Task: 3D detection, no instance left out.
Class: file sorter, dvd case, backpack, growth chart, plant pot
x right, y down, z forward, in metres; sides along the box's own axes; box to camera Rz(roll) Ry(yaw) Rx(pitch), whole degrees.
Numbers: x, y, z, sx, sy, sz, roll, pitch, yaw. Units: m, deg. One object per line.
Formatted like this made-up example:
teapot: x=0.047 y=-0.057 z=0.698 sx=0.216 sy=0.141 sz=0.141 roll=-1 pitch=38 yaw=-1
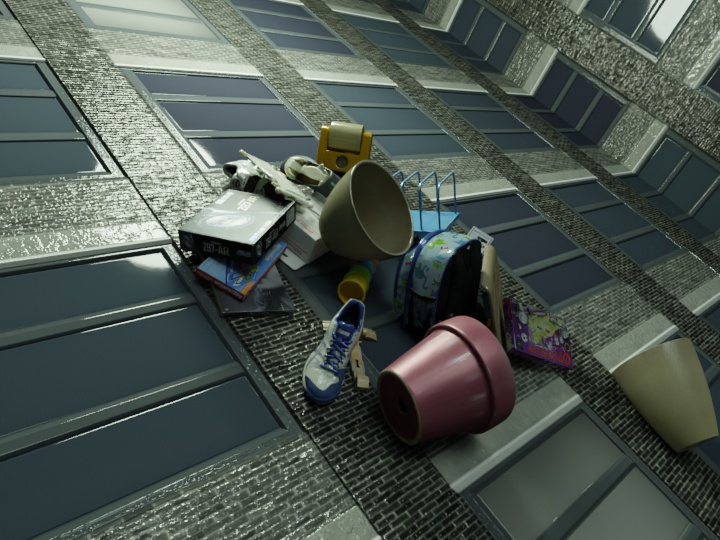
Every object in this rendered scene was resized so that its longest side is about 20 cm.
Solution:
file sorter: x=0.123 y=-0.167 z=1.488 sx=0.196 sy=0.125 sz=0.139 roll=5 pitch=25 yaw=26
dvd case: x=-0.222 y=0.009 z=1.181 sx=0.146 sy=0.016 sz=0.201 roll=1 pitch=43 yaw=-34
backpack: x=0.158 y=0.019 z=1.275 sx=0.145 sy=0.204 sz=0.182 roll=24 pitch=30 yaw=31
growth chart: x=-0.178 y=-0.197 z=1.331 sx=0.200 sy=0.018 sz=0.144 roll=44 pitch=13 yaw=36
plant pot: x=0.685 y=0.283 z=1.353 sx=0.184 sy=0.188 sz=0.203 roll=2 pitch=55 yaw=-33
plant pot: x=0.133 y=0.199 z=1.049 sx=0.176 sy=0.202 sz=0.201 roll=-17 pitch=52 yaw=-27

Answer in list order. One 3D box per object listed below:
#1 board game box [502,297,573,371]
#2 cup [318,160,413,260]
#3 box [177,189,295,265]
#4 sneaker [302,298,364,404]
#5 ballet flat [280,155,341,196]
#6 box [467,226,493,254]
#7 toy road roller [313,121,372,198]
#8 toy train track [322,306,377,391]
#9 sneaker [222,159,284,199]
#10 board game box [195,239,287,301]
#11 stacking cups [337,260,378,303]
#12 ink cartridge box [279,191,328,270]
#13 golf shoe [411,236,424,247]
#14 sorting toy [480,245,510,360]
board game box: x=0.394 y=0.143 z=1.369 sx=0.197 sy=0.032 sz=0.123 roll=19 pitch=62 yaw=-32
cup: x=-0.004 y=-0.103 z=1.275 sx=0.199 sy=0.142 sz=0.204 roll=28 pitch=51 yaw=-40
box: x=-0.234 y=-0.089 z=1.204 sx=0.157 sy=0.044 sz=0.201 roll=12 pitch=32 yaw=15
sneaker: x=-0.045 y=0.131 z=1.063 sx=0.074 sy=0.089 sz=0.202 roll=21 pitch=46 yaw=0
ballet flat: x=-0.123 y=-0.226 z=1.405 sx=0.198 sy=0.075 sz=0.072 roll=29 pitch=30 yaw=33
box: x=0.240 y=-0.012 z=1.450 sx=0.060 sy=0.118 sz=0.200 roll=33 pitch=35 yaw=9
toy road roller: x=-0.040 y=-0.247 z=1.498 sx=0.120 sy=0.205 sz=0.146 roll=9 pitch=3 yaw=5
toy train track: x=-0.008 y=0.135 z=1.154 sx=0.112 sy=0.033 sz=0.202 roll=13 pitch=38 yaw=-22
sneaker: x=-0.241 y=-0.180 z=1.369 sx=0.087 sy=0.075 sz=0.200 roll=-8 pitch=38 yaw=-41
board game box: x=-0.224 y=-0.023 z=1.188 sx=0.101 sy=0.020 sz=0.201 roll=28 pitch=34 yaw=3
stacking cups: x=0.000 y=0.000 z=1.323 sx=0.060 sy=0.061 sz=0.201 roll=26 pitch=30 yaw=-2
ink cartridge box: x=-0.116 y=-0.090 z=1.340 sx=0.115 sy=0.067 sz=0.199 roll=37 pitch=35 yaw=13
golf shoe: x=0.149 y=-0.059 z=1.501 sx=0.092 sy=0.079 sz=0.201 roll=9 pitch=33 yaw=9
sorting toy: x=0.295 y=0.073 z=1.360 sx=0.036 sy=0.203 sz=0.186 roll=-10 pitch=27 yaw=20
